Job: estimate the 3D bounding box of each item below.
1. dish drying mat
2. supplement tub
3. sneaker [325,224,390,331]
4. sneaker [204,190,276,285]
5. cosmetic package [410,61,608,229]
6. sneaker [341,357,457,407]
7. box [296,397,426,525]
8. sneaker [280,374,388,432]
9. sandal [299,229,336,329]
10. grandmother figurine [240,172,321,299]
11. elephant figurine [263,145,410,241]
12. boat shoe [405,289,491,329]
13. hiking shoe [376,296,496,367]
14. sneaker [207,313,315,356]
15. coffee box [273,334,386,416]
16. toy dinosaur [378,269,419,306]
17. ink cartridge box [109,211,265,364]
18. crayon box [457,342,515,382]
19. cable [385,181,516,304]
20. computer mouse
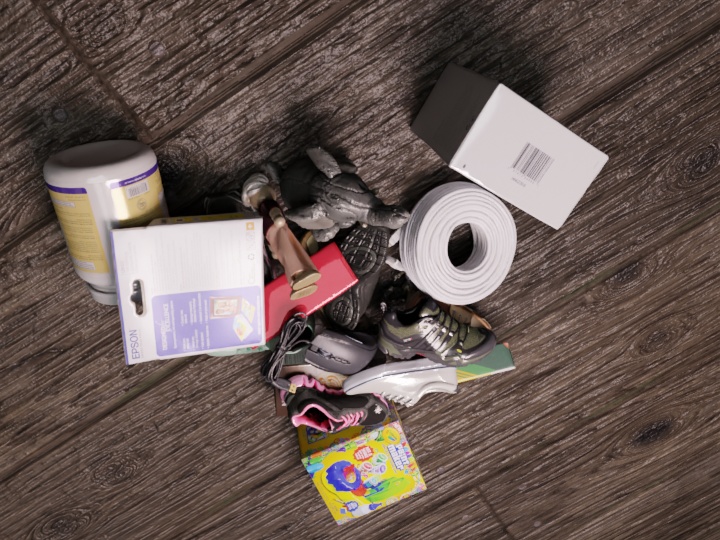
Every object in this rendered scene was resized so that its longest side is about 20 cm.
[{"bbox_3d":[-0.105,0.039,0.894,0.199,0.018,0.077,-33,102,2],"label":"dish drying mat"},{"bbox_3d":[-0.344,-0.069,0.812,0.144,0.146,0.202,-7,119,-8],"label":"supplement tub"},{"bbox_3d":[0.000,0.000,0.948,0.076,0.091,0.201,29,117,11],"label":"sneaker"},{"bbox_3d":[-0.178,-0.029,0.901,0.080,0.086,0.201,-24,119,0],"label":"sneaker"},{"bbox_3d":[0.204,-0.186,0.831,0.198,0.200,0.123,25,108,-22],"label":"cosmetic package"},{"bbox_3d":[0.069,0.192,0.960,0.198,0.071,0.073,-10,160,-2],"label":"sneaker"},{"bbox_3d":[0.001,0.354,1.121,0.191,0.122,0.201,-23,120,0],"label":"box"},{"bbox_3d":[-0.039,0.245,0.978,0.198,0.096,0.080,14,113,-20],"label":"sneaker"},{"bbox_3d":[-0.073,0.020,0.966,0.080,0.054,0.201,-50,140,-33],"label":"sandal"},{"bbox_3d":[-0.122,-0.057,0.852,0.060,0.201,0.121,-17,159,-29],"label":"grandmother figurine"},{"bbox_3d":[-0.040,-0.111,0.811,0.154,0.200,0.143,-20,100,-7],"label":"elephant figurine"},{"bbox_3d":[0.167,0.086,1.019,0.199,0.072,0.076,20,101,-35],"label":"boat shoe"},{"bbox_3d":[0.126,0.096,0.936,0.198,0.076,0.101,2,124,1],"label":"hiking shoe"},{"bbox_3d":[-0.170,0.106,0.949,0.199,0.118,0.074,-14,102,-8],"label":"sneaker"},{"bbox_3d":[-0.059,0.190,1.045,0.198,0.080,0.115,-4,118,-10],"label":"coffee box"},{"bbox_3d":[0.086,0.024,1.008,0.087,0.047,0.202,-2,118,-28],"label":"toy dinosaur"},{"bbox_3d":[-0.236,0.023,0.810,0.198,0.047,0.199,-5,112,-19],"label":"ink cartridge box"},{"bbox_3d":[0.170,0.184,1.064,0.198,0.127,0.051,-13,78,-5],"label":"crayon box"},{"bbox_3d":[0.163,-0.045,0.947,0.199,0.069,0.201,36,86,-23],"label":"cable"},{"bbox_3d":[-0.061,0.153,0.925,0.199,0.046,0.141,23,108,-40],"label":"computer mouse"}]
